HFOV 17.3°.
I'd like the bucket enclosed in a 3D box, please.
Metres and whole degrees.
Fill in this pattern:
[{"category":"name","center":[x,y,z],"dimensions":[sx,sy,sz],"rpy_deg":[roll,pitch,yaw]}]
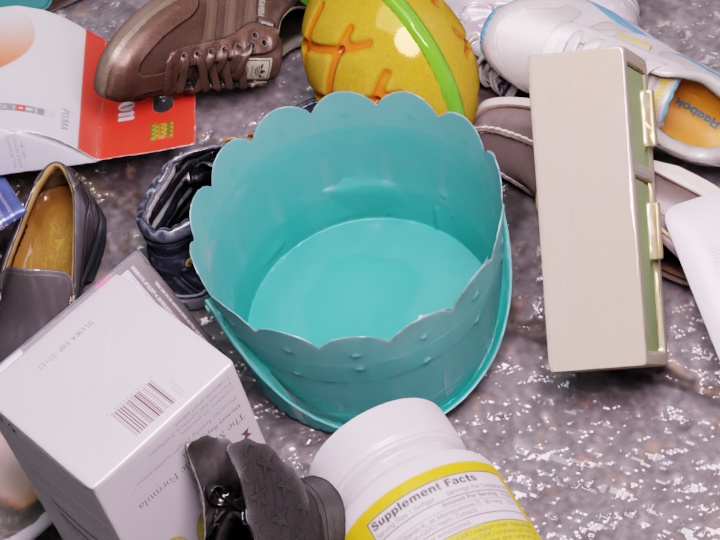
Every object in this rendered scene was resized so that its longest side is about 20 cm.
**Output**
[{"category":"bucket","center":[0.000,0.000,1.530],"dimensions":[0.207,0.135,0.207],"rpy_deg":[-5,55,7]}]

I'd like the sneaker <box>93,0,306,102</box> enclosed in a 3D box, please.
[{"category":"sneaker","center":[-0.095,-0.160,1.667],"dimensions":[0.076,0.070,0.200],"rpy_deg":[38,48,23]}]

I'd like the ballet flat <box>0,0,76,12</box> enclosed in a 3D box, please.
[{"category":"ballet flat","center":[-0.229,-0.231,1.779],"dimensions":[0.200,0.067,0.064],"rpy_deg":[-13,28,-1]}]

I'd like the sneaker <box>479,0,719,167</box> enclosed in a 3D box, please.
[{"category":"sneaker","center":[0.176,-0.129,1.580],"dimensions":[0.200,0.081,0.077],"rpy_deg":[21,98,-3]}]

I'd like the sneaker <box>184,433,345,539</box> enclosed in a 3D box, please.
[{"category":"sneaker","center":[-0.056,0.190,1.374],"dimensions":[0.060,0.104,0.200],"rpy_deg":[4,96,34]}]

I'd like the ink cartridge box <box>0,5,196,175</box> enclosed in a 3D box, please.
[{"category":"ink cartridge box","center":[-0.219,-0.134,1.680],"dimensions":[0.200,0.050,0.162],"rpy_deg":[-10,37,4]}]

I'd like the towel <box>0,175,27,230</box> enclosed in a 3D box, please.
[{"category":"towel","center":[-0.334,-0.022,1.627],"dimensions":[0.200,0.024,0.145],"rpy_deg":[-26,26,-9]}]

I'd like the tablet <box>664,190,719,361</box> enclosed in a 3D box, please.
[{"category":"tablet","center":[0.286,0.031,1.505],"dimensions":[0.130,0.014,0.200],"rpy_deg":[-17,71,-7]}]

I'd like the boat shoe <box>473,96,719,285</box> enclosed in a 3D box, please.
[{"category":"boat shoe","center":[0.153,-0.053,1.583],"dimensions":[0.200,0.072,0.060],"rpy_deg":[27,61,18]}]

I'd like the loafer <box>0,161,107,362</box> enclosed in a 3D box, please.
[{"category":"loafer","center":[-0.219,0.019,1.590],"dimensions":[0.073,0.072,0.200],"rpy_deg":[0,57,7]}]

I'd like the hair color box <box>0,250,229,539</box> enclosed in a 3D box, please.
[{"category":"hair color box","center":[-0.190,0.090,1.515],"dimensions":[0.200,0.061,0.099],"rpy_deg":[-41,93,-20]}]

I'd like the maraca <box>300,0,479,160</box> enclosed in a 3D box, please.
[{"category":"maraca","center":[0.007,-0.157,1.604],"dimensions":[0.107,0.137,0.200],"rpy_deg":[-33,85,-25]}]

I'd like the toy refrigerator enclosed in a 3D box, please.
[{"category":"toy refrigerator","center":[0.154,-0.037,1.507],"dimensions":[0.070,0.076,0.200],"rpy_deg":[-5,85,18]}]

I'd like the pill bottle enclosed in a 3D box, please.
[{"category":"pill bottle","center":[0.055,0.180,1.412],"dimensions":[0.114,0.114,0.200],"rpy_deg":[-26,56,-9]}]

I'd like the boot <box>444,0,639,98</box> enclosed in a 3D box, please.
[{"category":"boot","center":[0.097,-0.155,1.657],"dimensions":[0.200,0.074,0.096],"rpy_deg":[-4,49,5]}]

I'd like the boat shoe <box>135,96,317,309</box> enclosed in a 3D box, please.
[{"category":"boat shoe","center":[-0.070,-0.066,1.613],"dimensions":[0.071,0.091,0.200],"rpy_deg":[31,65,26]}]

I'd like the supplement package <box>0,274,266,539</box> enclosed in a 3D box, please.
[{"category":"supplement package","center":[-0.125,0.121,1.424],"dimensions":[0.114,0.200,0.110],"rpy_deg":[-42,54,-18]}]
